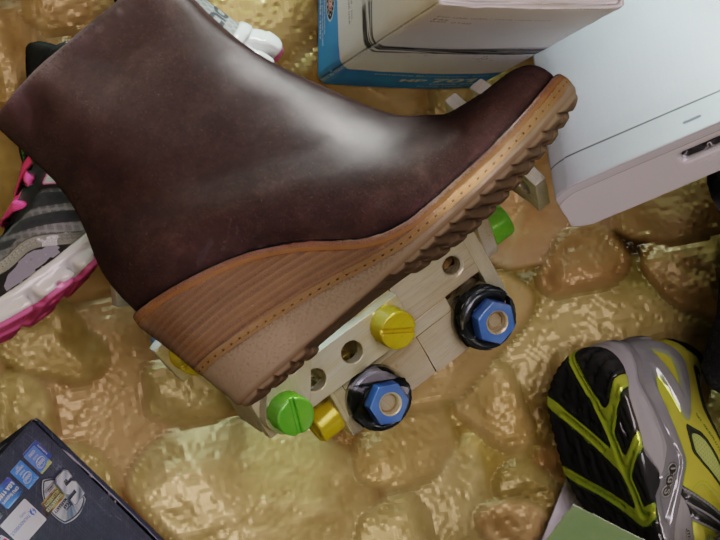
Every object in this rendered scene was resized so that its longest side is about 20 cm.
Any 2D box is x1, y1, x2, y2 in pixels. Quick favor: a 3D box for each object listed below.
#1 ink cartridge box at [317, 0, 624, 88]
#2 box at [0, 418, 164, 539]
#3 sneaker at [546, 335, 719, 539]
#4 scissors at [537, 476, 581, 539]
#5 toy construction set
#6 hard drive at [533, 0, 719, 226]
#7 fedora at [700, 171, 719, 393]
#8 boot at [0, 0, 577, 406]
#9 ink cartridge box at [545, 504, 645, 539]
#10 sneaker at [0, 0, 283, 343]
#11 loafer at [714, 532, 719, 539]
[{"bbox_3d":[0.042,-0.166,1.156,0.086,0.200,0.147,2,85,-16],"label":"ink cartridge box"},{"bbox_3d":[-0.143,0.182,1.107,0.158,0.051,0.200,47,48,-8],"label":"box"},{"bbox_3d":[0.150,0.125,1.228,0.076,0.075,0.200,-17,99,-37],"label":"sneaker"},{"bbox_3d":[0.078,0.143,1.234,0.073,0.014,0.200,9,83,-15],"label":"scissors"},{"bbox_3d":[0.000,0.000,1.178,0.200,0.092,0.131,-31,114,-1],"label":"toy construction set"},{"bbox_3d":[0.138,-0.116,1.172,0.132,0.200,0.027,-23,129,17],"label":"hard drive"},{"bbox_3d":[0.217,0.035,1.221,0.200,0.201,0.092,31,108,-11],"label":"fedora"},{"bbox_3d":[-0.031,-0.063,1.094,0.200,0.072,0.166,-39,82,3],"label":"boot"},{"bbox_3d":[0.098,0.205,1.152,0.145,0.200,0.048,27,38,-11],"label":"ink cartridge box"},{"bbox_3d":[-0.126,-0.053,1.166,0.087,0.074,0.200,42,74,-4],"label":"sneaker"},{"bbox_3d":[0.230,0.138,1.211,0.200,0.063,0.072,-4,124,-47],"label":"loafer"}]
